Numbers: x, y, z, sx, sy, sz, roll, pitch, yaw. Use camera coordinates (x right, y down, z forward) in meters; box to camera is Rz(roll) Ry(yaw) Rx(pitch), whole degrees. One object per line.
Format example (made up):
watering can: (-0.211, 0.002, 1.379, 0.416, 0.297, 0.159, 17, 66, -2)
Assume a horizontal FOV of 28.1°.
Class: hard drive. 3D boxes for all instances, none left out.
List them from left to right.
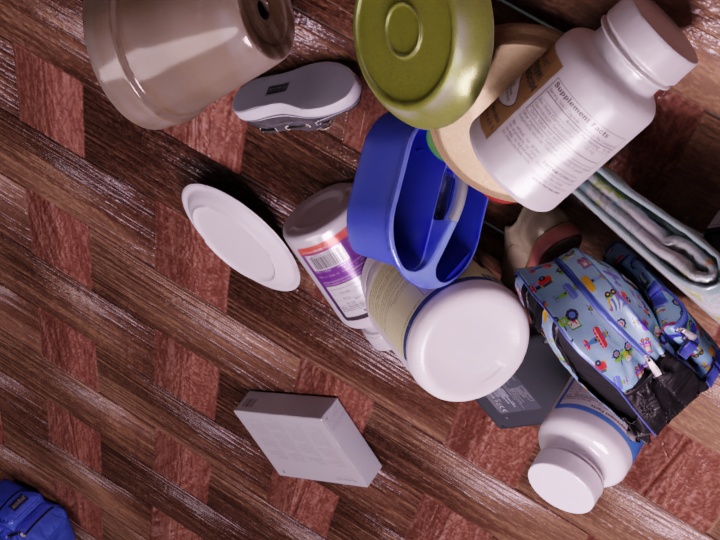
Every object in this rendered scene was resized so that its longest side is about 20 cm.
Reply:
hard drive: (0.211, 0.136, 1.812, 0.140, 0.033, 0.200, 50, 146, -18)

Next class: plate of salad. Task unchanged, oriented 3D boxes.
plate of salad: (-0.155, -0.049, 1.927, 0.200, 0.048, 0.200, 33, 156, 16)

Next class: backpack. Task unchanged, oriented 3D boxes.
backpack: (-0.735, 0.561, 3.132, 0.200, 0.163, 0.168, 21, 140, 26)
backpack: (0.258, 0.051, 1.490, 0.200, 0.135, 0.183, 43, -169, -35)

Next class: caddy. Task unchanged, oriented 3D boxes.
caddy: (0.073, -0.081, 1.539, 0.141, 0.200, 0.105, 18, 174, -43)

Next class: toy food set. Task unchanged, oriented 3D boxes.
toy food set: (0.159, -0.154, 1.437, 0.200, 0.049, 0.198, -2, 119, 17)

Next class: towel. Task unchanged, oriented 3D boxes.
towel: (0.300, -0.024, 1.405, 0.200, 0.048, 0.171, 46, -171, 32)

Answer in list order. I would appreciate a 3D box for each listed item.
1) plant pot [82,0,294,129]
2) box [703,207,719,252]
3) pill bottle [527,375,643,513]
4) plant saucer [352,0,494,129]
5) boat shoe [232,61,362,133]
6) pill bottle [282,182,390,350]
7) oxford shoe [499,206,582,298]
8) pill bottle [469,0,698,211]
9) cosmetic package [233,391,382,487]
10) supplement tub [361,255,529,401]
plant pot: (-0.174, -0.269, 1.572, 0.173, 0.200, 0.200, -10, 126, 28)
box: (0.452, 0.017, 1.420, 0.159, 0.046, 0.200, -6, 127, 48)
pill bottle: (0.272, 0.177, 1.649, 0.112, 0.200, 0.112, 26, 146, 19)
plant saucer: (0.051, -0.237, 1.414, 0.200, 0.031, 0.200, 18, 113, 49)
boat shoe: (-0.063, -0.188, 1.655, 0.200, 0.070, 0.066, -4, 146, 43)
pill bottle: (0.000, 0.000, 1.777, 0.111, 0.111, 0.200, -3, 130, 46)
oxford shoe: (0.193, -0.023, 1.626, 0.075, 0.070, 0.200, 62, 157, 18)
pill bottle: (0.206, -0.157, 1.325, 0.114, 0.114, 0.200, 43, 117, -8)
cosmetic package: (-0.082, 0.260, 2.232, 0.200, 0.052, 0.151, 0, 130, 44)
supplement tub: (0.091, 0.044, 1.646, 0.145, 0.145, 0.200, 61, 174, -31)
